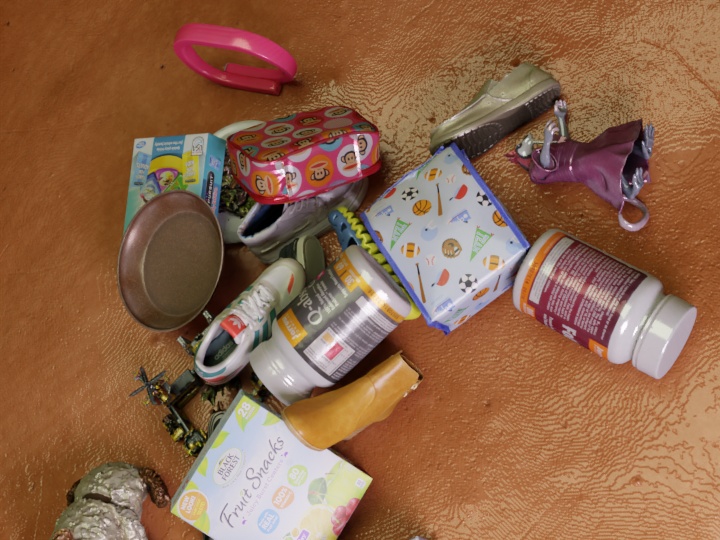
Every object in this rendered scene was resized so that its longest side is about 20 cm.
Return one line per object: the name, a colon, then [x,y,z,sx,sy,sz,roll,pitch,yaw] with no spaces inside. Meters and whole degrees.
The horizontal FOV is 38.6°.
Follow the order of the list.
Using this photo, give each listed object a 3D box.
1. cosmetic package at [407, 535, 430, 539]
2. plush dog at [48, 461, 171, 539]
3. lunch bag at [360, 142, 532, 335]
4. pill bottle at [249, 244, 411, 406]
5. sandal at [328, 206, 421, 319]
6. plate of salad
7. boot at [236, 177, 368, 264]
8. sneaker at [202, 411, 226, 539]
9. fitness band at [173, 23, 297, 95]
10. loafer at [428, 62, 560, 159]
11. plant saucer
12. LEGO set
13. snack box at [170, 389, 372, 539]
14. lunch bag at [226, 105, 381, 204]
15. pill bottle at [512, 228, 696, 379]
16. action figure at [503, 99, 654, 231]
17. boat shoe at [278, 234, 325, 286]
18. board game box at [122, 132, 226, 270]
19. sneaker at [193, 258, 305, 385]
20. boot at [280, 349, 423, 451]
cosmetic package: [0.012,0.398,1.233,0.198,0.107,0.091,-28,64,8]
plush dog: [-0.353,0.337,1.395,0.197,0.162,0.173,-6,42,18]
lunch bag: [0.114,-0.046,1.348,0.169,0.124,0.201,-37,69,6]
pill bottle: [-0.040,0.074,1.304,0.200,0.116,0.117,-43,61,7]
sandal: [0.000,0.000,1.403,0.087,0.079,0.201,-35,61,11]
plate of salad: [-0.188,-0.138,1.544,0.197,0.048,0.203,-7,69,20]
boot: [-0.082,-0.089,1.455,0.199,0.096,0.074,-41,62,4]
sneaker: [-0.147,0.287,1.359,0.114,0.075,0.203,3,100,-18]
fitness band: [-0.189,-0.322,1.558,0.198,0.144,0.038,12,74,25]
loafer: [0.178,-0.218,1.416,0.198,0.076,0.069,-28,61,0]
plant saucer: [-0.262,-0.012,1.455,0.198,0.037,0.203,-6,78,30]
LEGO set: [-0.213,0.155,1.405,0.199,0.116,0.155,-37,62,6]
snack box: [-0.112,0.276,1.292,0.199,0.068,0.170,33,84,-8]
lunch bag: [-0.086,-0.171,1.438,0.198,0.083,0.176,-19,32,-21]
pill bottle: [0.294,0.041,1.246,0.199,0.114,0.115,30,84,29]
action figure: [0.284,-0.141,1.346,0.198,0.134,0.151,1,113,35]
boat shoe: [-0.090,0.054,1.421,0.065,0.074,0.202,-10,78,33]
board game box: [-0.281,-0.098,1.534,0.149,0.047,0.203,0,81,33]
sneaker: [-0.142,0.065,1.329,0.070,0.093,0.200,41,85,6]
boot: [-0.004,0.153,1.274,0.144,0.201,0.071,-43,69,13]
